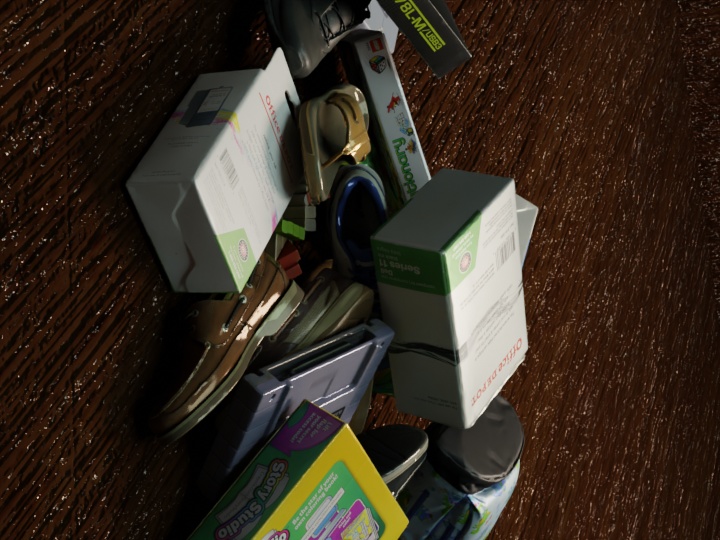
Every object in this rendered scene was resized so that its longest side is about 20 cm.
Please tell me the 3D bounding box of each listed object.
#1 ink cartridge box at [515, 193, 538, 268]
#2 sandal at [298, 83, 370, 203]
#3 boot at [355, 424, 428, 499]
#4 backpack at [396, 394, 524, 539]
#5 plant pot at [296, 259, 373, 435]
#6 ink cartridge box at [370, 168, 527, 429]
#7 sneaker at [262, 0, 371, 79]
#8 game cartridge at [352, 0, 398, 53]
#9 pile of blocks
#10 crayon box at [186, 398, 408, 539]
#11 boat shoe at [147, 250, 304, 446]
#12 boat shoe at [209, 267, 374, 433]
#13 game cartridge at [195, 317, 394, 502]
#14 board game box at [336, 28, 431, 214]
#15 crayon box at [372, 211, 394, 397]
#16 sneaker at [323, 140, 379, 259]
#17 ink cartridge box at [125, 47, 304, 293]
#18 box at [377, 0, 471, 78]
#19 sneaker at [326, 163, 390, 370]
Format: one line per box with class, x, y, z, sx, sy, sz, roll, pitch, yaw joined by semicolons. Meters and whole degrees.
ink cartridge box;0.121;0.003;1.594;0.200;0.067;0.117;-51;-166;48
sandal;-0.014;-0.125;1.237;0.200;0.053;0.081;-58;139;-63
boot;-0.002;0.259;1.335;0.203;0.073;0.155;-37;127;-33
backpack;0.087;0.242;1.451;0.154;0.200;0.163;49;31;3
plant pot;-0.037;0.090;1.359;0.200;0.027;0.202;-2;90;-65
ink cartridge box;0.089;0.026;1.304;0.147;0.082;0.202;-44;135;-45
sneaker;-0.036;-0.242;1.265;0.201;0.090;0.076;-79;158;-53
game cartridge;-0.006;-0.325;1.442;0.200;0.041;0.134;52;47;-53
pile of blocks;-0.064;-0.070;1.264;0.082;0.062;0.201;57;39;-50
crayon box;-0.062;0.239;1.164;0.200;0.058;0.173;-50;139;-19
boat shoe;-0.125;0.058;1.130;0.068;0.072;0.200;49;44;-14
boat shoe;-0.073;0.068;1.224;0.200;0.072;0.072;-45;158;-27
game cartridge;-0.054;0.122;1.201;0.199;0.038;0.130;-22;139;-53
board game box;0.028;-0.145;1.394;0.126;0.034;0.202;-132;-158;-76
crayon box;0.069;0.030;1.475;0.058;0.118;0.202;18;69;-36
sneaker;-0.003;-0.083;1.388;0.084;0.073;0.202;-45;129;-53
ink cartridge box;-0.111;-0.089;1.151;0.201;0.067;0.118;-65;145;-45
box;0.018;-0.307;1.295;0.193;0.047;0.201;42;22;-42
sneaker;0.000;0.000;1.299;0.088;0.075;0.202;-108;-172;-85
